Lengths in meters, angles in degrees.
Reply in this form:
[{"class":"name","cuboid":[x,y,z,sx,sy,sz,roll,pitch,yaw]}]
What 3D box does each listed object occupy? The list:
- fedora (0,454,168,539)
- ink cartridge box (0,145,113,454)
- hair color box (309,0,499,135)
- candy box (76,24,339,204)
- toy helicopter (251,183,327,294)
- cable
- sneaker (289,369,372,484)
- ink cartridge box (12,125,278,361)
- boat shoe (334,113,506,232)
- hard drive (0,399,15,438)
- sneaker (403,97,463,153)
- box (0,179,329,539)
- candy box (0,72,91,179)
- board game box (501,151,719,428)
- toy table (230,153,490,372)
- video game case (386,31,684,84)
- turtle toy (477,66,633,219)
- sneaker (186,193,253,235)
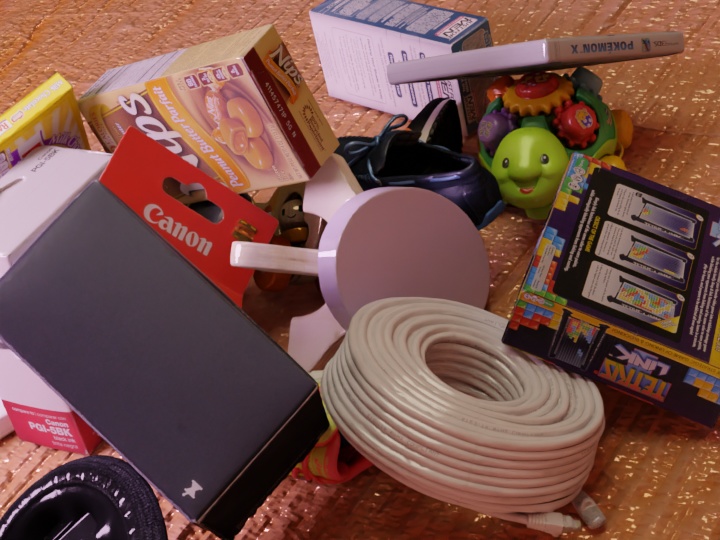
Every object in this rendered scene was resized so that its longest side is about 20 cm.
[{"class":"fedora","cuboid":[-0.175,0.226,1.110,0.199,0.091,0.202,-24,47,28]},{"class":"ink cartridge box","cuboid":[-0.238,0.023,1.351,0.082,0.202,0.147,8,41,32]},{"class":"hair color box","cuboid":[0.044,-0.209,1.654,0.060,0.101,0.199,-36,39,-30]},{"class":"candy box","cuboid":[-0.126,-0.119,1.355,0.199,0.116,0.055,-8,31,40]},{"class":"toy helicopter","cuboid":[-0.076,-0.052,1.472,0.078,0.134,0.199,5,2,-30]},{"class":"cable","cuboid":[0.073,0.091,1.170,0.198,0.070,0.201,12,27,-16]},{"class":"sneaker","cuboid":[-0.042,0.122,1.238,0.198,0.079,0.091,-16,36,0]},{"class":"ink cartridge box","cuboid":[-0.154,0.014,1.296,0.047,0.159,0.202,8,69,58]},{"class":"boat shoe","cuboid":[0.041,-0.093,1.411,0.199,0.069,0.084,13,50,39]},{"class":"hard drive","cuboid":[-0.389,0.145,1.397,0.199,0.026,0.131,-34,37,-24]},{"class":"sneaker","cuboid":[0.028,-0.095,1.524,0.089,0.071,0.201,5,41,23]},{"class":"box","cuboid":[-0.129,0.067,1.118,0.200,0.198,0.123,42,83,8]},{"class":"candy box","cuboid":[-0.272,-0.078,1.420,0.026,0.201,0.102,40,71,19]},{"class":"board game box","cuboid":[0.207,0.009,1.244,0.164,0.057,0.201,23,38,5]},{"class":"toy table","cuboid":[0.000,0.000,1.325,0.116,0.199,0.186,4,75,38]},{"class":"video game case","cuboid":[0.154,-0.187,1.482,0.181,0.022,0.199,-10,5,-40]},{"class":"turtle toy","cuboid":[0.160,-0.112,1.464,0.144,0.102,0.201,-5,35,16]},{"class":"sneaker","cuboid":[-0.125,-0.045,1.452,0.084,0.075,0.200,-37,22,13]}]
